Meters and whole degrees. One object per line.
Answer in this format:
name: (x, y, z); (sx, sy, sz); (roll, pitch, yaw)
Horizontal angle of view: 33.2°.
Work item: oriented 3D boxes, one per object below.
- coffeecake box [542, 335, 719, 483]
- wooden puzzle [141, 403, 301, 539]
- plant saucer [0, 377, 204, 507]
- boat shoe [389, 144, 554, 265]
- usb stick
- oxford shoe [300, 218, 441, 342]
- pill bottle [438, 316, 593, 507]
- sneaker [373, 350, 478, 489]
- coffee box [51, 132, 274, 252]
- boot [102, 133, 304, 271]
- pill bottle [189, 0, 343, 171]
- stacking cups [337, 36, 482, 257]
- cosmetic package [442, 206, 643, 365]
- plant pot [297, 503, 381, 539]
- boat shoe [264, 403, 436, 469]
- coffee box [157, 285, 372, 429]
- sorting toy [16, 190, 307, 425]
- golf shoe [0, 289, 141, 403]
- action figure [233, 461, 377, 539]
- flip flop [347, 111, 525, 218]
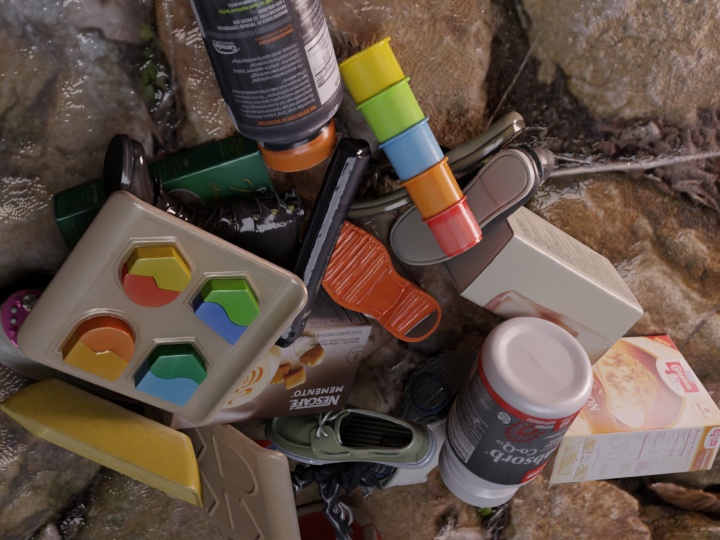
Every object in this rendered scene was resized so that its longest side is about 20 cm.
coffeecake box: (0.280, 0.151, 1.349); (0.197, 0.154, 0.074); (-2, 126, -16)
wooden puzzle: (-0.138, 0.209, 1.267); (0.046, 0.198, 0.187); (-39, 138, -35)
plant saucer: (-0.237, 0.164, 1.177); (0.198, 0.200, 0.049); (23, 75, 1)
boat shoe: (0.110, -0.061, 1.177); (0.057, 0.067, 0.199); (-20, 170, -46)
usb stick: (-0.038, -0.025, 1.096); (0.032, 0.056, 0.202); (22, 107, 0)
oxford shoe: (0.000, 0.000, 1.200); (0.071, 0.073, 0.200); (-43, 131, 3)
pill bottle: (0.151, 0.150, 1.236); (0.114, 0.117, 0.201); (0, 141, -17)
sneaker: (0.084, 0.167, 1.365); (0.086, 0.075, 0.201); (11, 126, -42)
coffee box: (-0.174, -0.044, 1.137); (0.198, 0.044, 0.124); (-20, 129, -2)
boot: (-0.135, -0.049, 1.085); (0.172, 0.070, 0.202); (-13, 132, -15)
pill bottle: (-0.075, -0.184, 1.028); (0.105, 0.107, 0.202); (-19, 128, -3)
stacking cups: (0.044, -0.107, 1.094); (0.060, 0.061, 0.202); (-26, 99, 3)
cosmetic package: (0.184, 0.006, 1.249); (0.199, 0.104, 0.087); (29, 114, -30)
plant pot: (-0.036, 0.386, 1.408); (0.198, 0.201, 0.179); (-14, 119, -7)
boat shoe: (-0.016, 0.166, 1.276); (0.197, 0.073, 0.062); (1, 155, 24)
coffee box: (-0.101, 0.081, 1.201); (0.198, 0.080, 0.115); (-2, 127, -32)
sorting toy: (-0.172, 0.044, 1.055); (0.199, 0.037, 0.186); (28, 115, -28)
golf shoe: (-0.286, 0.081, 1.188); (0.091, 0.076, 0.199); (-19, 142, 36)
action figure: (-0.047, 0.251, 1.350); (0.198, 0.119, 0.103); (-25, 119, 14)
flip flop: (0.062, -0.106, 1.154); (0.198, 0.081, 0.058); (-29, 93, 15)
